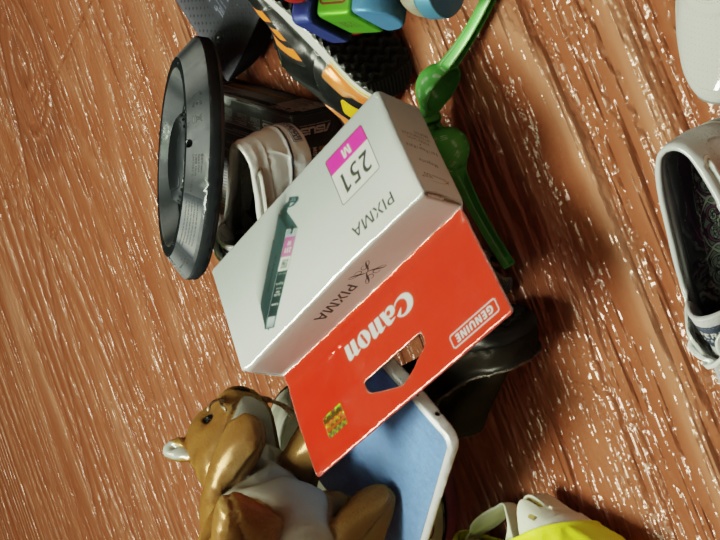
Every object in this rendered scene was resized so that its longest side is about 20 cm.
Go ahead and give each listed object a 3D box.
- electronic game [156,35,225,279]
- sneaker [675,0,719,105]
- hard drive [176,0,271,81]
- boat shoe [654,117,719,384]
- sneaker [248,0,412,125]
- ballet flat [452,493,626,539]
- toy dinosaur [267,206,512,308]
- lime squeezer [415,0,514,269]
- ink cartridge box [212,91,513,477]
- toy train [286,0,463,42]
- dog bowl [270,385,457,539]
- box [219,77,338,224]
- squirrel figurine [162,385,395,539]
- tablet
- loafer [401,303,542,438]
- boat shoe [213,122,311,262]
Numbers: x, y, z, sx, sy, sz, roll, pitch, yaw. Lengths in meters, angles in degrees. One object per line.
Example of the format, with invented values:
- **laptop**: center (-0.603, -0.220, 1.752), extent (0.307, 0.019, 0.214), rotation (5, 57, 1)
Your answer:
- **electronic game**: center (-0.138, -0.092, 0.939), extent (0.200, 0.041, 0.201), rotation (-178, 90, -73)
- **sneaker**: center (0.174, -0.177, 0.556), extent (0.070, 0.080, 0.201), rotation (25, 126, 46)
- **hard drive**: center (-0.097, -0.270, 0.934), extent (0.135, 0.042, 0.200), rotation (57, 143, 21)
- **boat shoe**: center (0.203, 0.020, 0.609), extent (0.072, 0.068, 0.201), rotation (2, 106, 55)
- **sneaker**: center (-0.053, -0.189, 0.852), extent (0.200, 0.070, 0.090), rotation (48, 148, 1)
- **ballet flat**: center (0.121, 0.198, 0.820), extent (0.200, 0.067, 0.067), rotation (-40, 50, 56)
- **toy dinosaur**: center (0.000, 0.000, 0.838), extent (0.200, 0.086, 0.136), rotation (-28, 61, 34)
- **lime squeezer**: center (0.073, -0.102, 0.784), extent (0.070, 0.038, 0.201), rotation (3, 109, 22)
- **ink cartridge box**: center (-0.010, 0.012, 0.755), extent (0.200, 0.043, 0.174), rotation (-44, 50, 30)
- **toy train**: center (0.022, -0.256, 0.753), extent (0.115, 0.085, 0.201), rotation (6, 85, 36)
- **dog bowl**: center (0.003, 0.181, 0.966), extent (0.200, 0.074, 0.201), rotation (30, 128, 47)
- **box**: center (-0.093, -0.081, 1.007), extent (0.200, 0.048, 0.159), rotation (23, 124, 48)
- **squirrel figurine**: center (-0.088, 0.193, 0.877), extent (0.187, 0.141, 0.201), rotation (41, 129, 50)
- **tablet**: center (0.015, 0.138, 0.834), extent (0.130, 0.014, 0.200), rotation (47, 146, 31)
- **loafer**: center (0.078, 0.082, 0.826), extent (0.071, 0.073, 0.200), rotation (61, 153, 7)
- **boat shoe**: center (-0.090, -0.026, 0.927), extent (0.074, 0.065, 0.200), rotation (36, 132, 40)
